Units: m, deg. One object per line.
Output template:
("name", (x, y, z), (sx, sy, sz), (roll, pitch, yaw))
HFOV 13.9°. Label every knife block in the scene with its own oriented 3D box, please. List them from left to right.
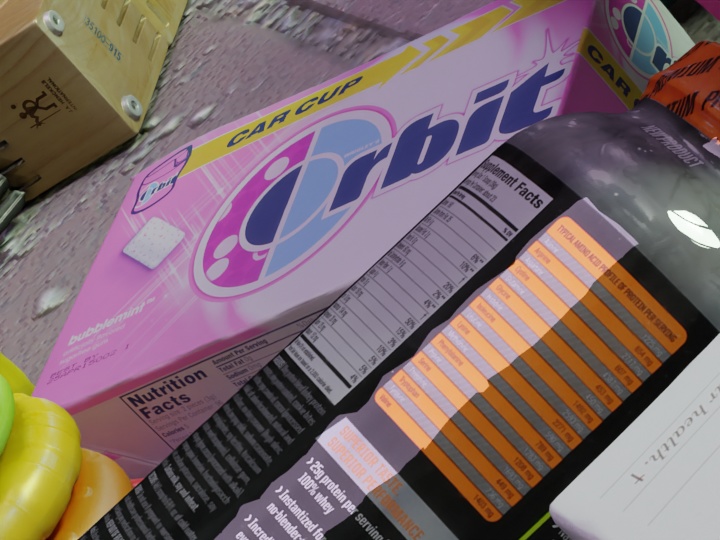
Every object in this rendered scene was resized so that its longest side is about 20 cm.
("knife block", (-0.163, -0.065, 1.196), (0.175, 0.064, 0.200), (-27, 28, 27))

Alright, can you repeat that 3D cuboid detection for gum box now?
("gum box", (0.000, 0.000, 0.844), (0.200, 0.066, 0.114), (-23, 31, 34))

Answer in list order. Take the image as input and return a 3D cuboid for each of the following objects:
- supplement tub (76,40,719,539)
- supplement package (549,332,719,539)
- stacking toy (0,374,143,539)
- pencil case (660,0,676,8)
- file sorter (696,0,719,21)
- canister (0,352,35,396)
("supplement tub", (0.034, 0.052, 0.642), (0.200, 0.123, 0.123), (-42, 24, -2))
("supplement package", (0.143, 0.060, 0.474), (0.117, 0.117, 0.200), (-45, 25, -9))
("stacking toy", (-0.119, 0.055, 0.769), (0.116, 0.200, 0.110), (-29, 27, 25))
("pencil case", (0.058, -0.131, 0.836), (0.200, 0.085, 0.093), (48, -119, -77))
("file sorter", (0.116, -0.147, 0.644), (0.125, 0.139, 0.200), (-36, 35, 27))
("canister", (-0.204, 0.109, 0.946), (0.148, 0.087, 0.200), (-9, 41, 50))
